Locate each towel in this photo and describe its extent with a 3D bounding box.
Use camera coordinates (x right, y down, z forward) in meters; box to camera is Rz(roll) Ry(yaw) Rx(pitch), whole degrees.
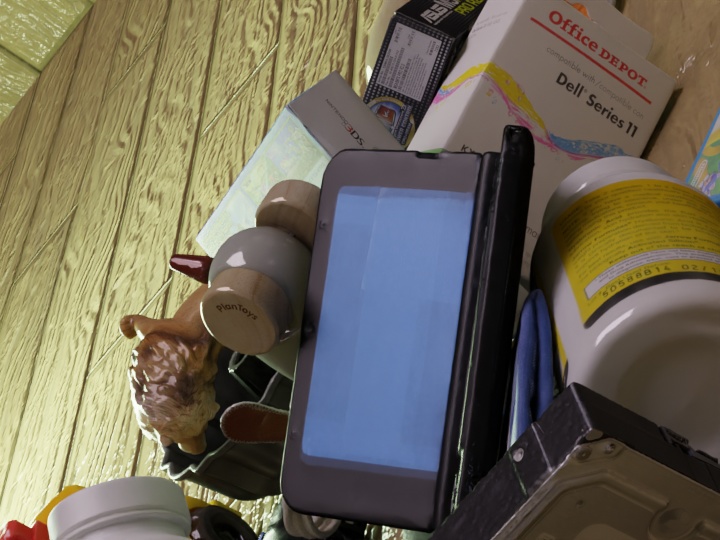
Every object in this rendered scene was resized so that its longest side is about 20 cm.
[{"bbox_3d":[0.075,0.131,1.109,0.147,0.024,0.201,-84,-1,-54],"label":"towel"}]

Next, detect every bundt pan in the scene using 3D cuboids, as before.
[{"bbox_3d":[-0.054,0.075,1.607,0.202,0.076,0.202,-48,20,24],"label":"bundt pan"}]

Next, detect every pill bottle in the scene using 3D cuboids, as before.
[{"bbox_3d":[-0.124,0.229,1.348,0.113,0.112,0.201,-41,54,39],"label":"pill bottle"},{"bbox_3d":[0.142,0.018,1.137,0.112,0.111,0.200,-51,19,18],"label":"pill bottle"}]

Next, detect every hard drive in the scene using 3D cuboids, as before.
[{"bbox_3d":[0.084,0.152,1.016,0.200,0.139,0.038,-49,33,20],"label":"hard drive"}]

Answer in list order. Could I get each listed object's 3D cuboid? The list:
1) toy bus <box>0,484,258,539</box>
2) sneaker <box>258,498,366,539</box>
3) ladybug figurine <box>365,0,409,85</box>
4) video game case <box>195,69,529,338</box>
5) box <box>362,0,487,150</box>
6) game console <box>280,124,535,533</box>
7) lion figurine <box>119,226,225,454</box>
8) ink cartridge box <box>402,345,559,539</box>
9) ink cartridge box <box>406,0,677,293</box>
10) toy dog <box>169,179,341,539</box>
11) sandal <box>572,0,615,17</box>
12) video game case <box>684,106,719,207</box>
[{"bbox_3d":[-0.175,0.211,1.515,0.136,0.191,0.200,-50,17,23],"label":"toy bus"},{"bbox_3d":[-0.018,0.163,1.371,0.200,0.073,0.113,-30,34,58],"label":"sneaker"},{"bbox_3d":[0.084,-0.185,1.634,0.072,0.135,0.201,43,108,36],"label":"ladybug figurine"},{"bbox_3d":[0.000,0.000,1.370,0.045,0.181,0.200,-40,-4,-29],"label":"video game case"},{"bbox_3d":[0.029,-0.085,1.505,0.160,0.044,0.201,-48,-20,-66],"label":"box"},{"bbox_3d":[0.020,0.030,1.180,0.176,0.115,0.202,65,-148,-84],"label":"game console"},{"bbox_3d":[-0.092,0.026,1.560,0.201,0.072,0.122,-55,25,-6],"label":"lion figurine"},{"bbox_3d":[0.094,0.082,1.275,0.200,0.039,0.100,-50,18,20],"label":"ink cartridge box"},{"bbox_3d":[0.109,-0.092,1.397,0.201,0.117,0.067,-62,17,-14],"label":"ink cartridge box"},{"bbox_3d":[-0.049,0.047,1.333,0.096,0.202,0.132,3,22,34],"label":"toy dog"},{"bbox_3d":[0.101,-0.128,1.574,0.207,0.059,0.079,-57,18,-1],"label":"sandal"},{"bbox_3d":[0.249,-0.099,1.207,0.144,0.018,0.200,-62,19,-18],"label":"video game case"}]
